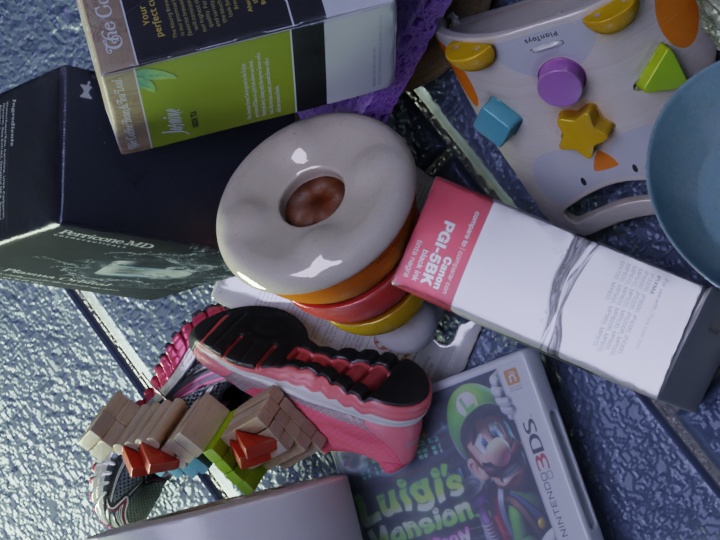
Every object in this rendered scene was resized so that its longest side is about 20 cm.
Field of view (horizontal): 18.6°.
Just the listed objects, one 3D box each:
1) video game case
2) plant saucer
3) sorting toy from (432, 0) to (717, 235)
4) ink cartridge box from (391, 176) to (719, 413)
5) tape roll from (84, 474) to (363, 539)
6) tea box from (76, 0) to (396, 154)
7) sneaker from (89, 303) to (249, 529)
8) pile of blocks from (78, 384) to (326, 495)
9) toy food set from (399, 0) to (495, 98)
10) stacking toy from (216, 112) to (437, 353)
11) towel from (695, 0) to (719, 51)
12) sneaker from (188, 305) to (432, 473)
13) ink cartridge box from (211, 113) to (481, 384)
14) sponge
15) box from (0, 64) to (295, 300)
[{"bbox_3d":[0.076,0.170,1.598,0.200,0.023,0.182,-23,83,38],"label":"video game case"},{"bbox_3d":[0.283,-0.052,1.433,0.200,0.039,0.201,1,63,-1],"label":"plant saucer"},{"bbox_3d":[0.160,-0.110,1.503,0.200,0.107,0.180,-15,117,24],"label":"sorting toy"},{"bbox_3d":[0.142,0.019,1.484,0.200,0.147,0.083,23,91,21],"label":"ink cartridge box"},{"bbox_3d":[-0.090,0.238,1.612,0.202,0.203,0.140,-15,86,29],"label":"tape roll"},{"bbox_3d":[-0.095,-0.211,1.452,0.196,0.134,0.200,-14,71,-5],"label":"tea box"},{"bbox_3d":[-0.141,0.125,1.701,0.075,0.081,0.200,38,110,19],"label":"sneaker"},{"bbox_3d":[-0.125,0.136,1.609,0.200,0.062,0.082,-3,125,32],"label":"pile of blocks"},{"bbox_3d":[0.013,-0.226,1.609,0.198,0.049,0.200,-35,77,26],"label":"toy food set"},{"bbox_3d":[0.000,0.000,1.538,0.146,0.200,0.146,-14,50,17],"label":"stacking toy"},{"bbox_3d":[0.326,-0.144,1.418,0.148,0.036,0.200,-36,72,-2],"label":"towel"},{"bbox_3d":[-0.043,0.093,1.609,0.200,0.074,0.087,20,127,25],"label":"sneaker"},{"bbox_3d":[0.007,-0.010,1.640,0.200,0.050,0.161,25,106,6],"label":"ink cartridge box"},{"bbox_3d":[0.005,-0.178,1.535,0.112,0.030,0.200,58,132,36],"label":"sponge"},{"bbox_3d":[-0.182,-0.058,1.600,0.200,0.196,0.118,-15,71,51],"label":"box"}]
